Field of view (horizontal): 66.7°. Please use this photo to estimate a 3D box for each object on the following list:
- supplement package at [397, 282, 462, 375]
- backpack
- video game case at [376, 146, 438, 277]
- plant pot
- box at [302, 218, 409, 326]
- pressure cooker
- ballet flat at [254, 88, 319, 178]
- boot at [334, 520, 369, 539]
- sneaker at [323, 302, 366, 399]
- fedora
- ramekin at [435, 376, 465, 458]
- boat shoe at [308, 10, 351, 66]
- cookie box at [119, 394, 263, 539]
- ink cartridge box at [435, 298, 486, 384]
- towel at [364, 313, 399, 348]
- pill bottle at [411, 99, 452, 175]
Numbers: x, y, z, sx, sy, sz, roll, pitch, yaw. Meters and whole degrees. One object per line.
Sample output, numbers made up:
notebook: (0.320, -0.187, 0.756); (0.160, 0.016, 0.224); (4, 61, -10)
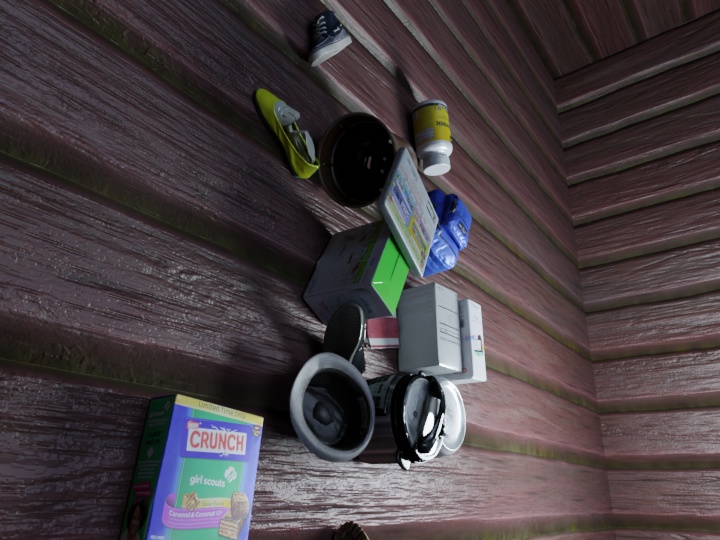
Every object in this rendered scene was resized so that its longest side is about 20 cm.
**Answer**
supplement package: (0.171, 0.152, 1.364); (0.119, 0.120, 0.204); (24, 60, -47)
backpack: (0.201, -0.100, 1.464); (0.162, 0.166, 0.202); (43, 49, -28)
video game case: (0.103, -0.121, 1.136); (0.201, 0.022, 0.184); (59, 37, -36)
plant pot: (0.031, -0.245, 1.266); (0.197, 0.197, 0.204); (-10, 86, -63)
box: (0.000, 0.000, 1.129); (0.097, 0.174, 0.202); (53, 40, -30)
pressure cooker: (0.083, 0.301, 1.118); (0.177, 0.197, 0.180); (4, 76, -53)
ballet flat: (-0.143, -0.288, 1.128); (0.067, 0.066, 0.202); (-48, 117, -49)
boot: (0.028, 0.558, 0.982); (0.074, 0.200, 0.108); (-30, 122, -9)
sneaker: (-0.023, 0.148, 1.097); (0.106, 0.074, 0.204); (-26, 134, -62)
fedora: (-0.066, 0.254, 1.006); (0.199, 0.090, 0.179); (40, 54, -22)
ramekin: (0.171, 0.349, 1.308); (0.199, 0.104, 0.204); (25, 58, -49)
boat shoe: (-0.093, -0.557, 1.304); (0.093, 0.074, 0.201); (55, 31, -16)
cookie box: (-0.233, 0.297, 0.780); (0.170, 0.074, 0.204); (31, 53, -44)
ink cartridge box: (0.241, 0.192, 1.428); (0.083, 0.143, 0.204); (24, 59, -48)
towel: (0.043, 0.083, 1.297); (0.143, 0.022, 0.204); (10, 72, -55)
pill bottle: (0.217, -0.395, 1.638); (0.110, 0.110, 0.204); (11, 70, -52)
